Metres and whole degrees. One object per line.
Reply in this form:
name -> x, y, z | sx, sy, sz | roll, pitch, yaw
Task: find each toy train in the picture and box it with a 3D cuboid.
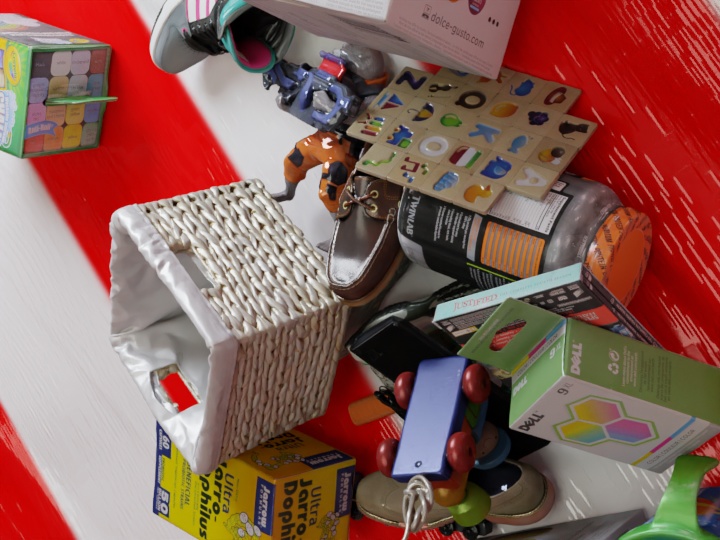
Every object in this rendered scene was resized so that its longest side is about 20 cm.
toy train -> 0.073, 0.183, 1.198 | 0.084, 0.201, 0.116 | -9, 136, 30
toy train -> 0.042, 0.231, 1.392 | 0.199, 0.034, 0.046 | 3, 97, 34

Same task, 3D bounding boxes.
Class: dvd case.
dvd case -> 0.177, 0.071, 1.190 | 0.146, 0.200, 0.022 | -18, 45, 36

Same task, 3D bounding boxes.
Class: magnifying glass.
magnifying glass -> 0.069, 0.113, 1.361 | 0.200, 0.022, 0.080 | -24, 84, 34

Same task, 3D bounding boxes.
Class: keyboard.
keyboard -> 0.076, 0.117, 1.291 | 0.200, 0.021, 0.127 | 37, 138, -16

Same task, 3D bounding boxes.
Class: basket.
basket -> -0.130, 0.046, 1.345 | 0.198, 0.160, 0.200 | 50, 147, 31

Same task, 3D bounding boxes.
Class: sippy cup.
sippy cup -> 0.282, 0.249, 1.164 | 0.140, 0.130, 0.178 | 38, 122, 14

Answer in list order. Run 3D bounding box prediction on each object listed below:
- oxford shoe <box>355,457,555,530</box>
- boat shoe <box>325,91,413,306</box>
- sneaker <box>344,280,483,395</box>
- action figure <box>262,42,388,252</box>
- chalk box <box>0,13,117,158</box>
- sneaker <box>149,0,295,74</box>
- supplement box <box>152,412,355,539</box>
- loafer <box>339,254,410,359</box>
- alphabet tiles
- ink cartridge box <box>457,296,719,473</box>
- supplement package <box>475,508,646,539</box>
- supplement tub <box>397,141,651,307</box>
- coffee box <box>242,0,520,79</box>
oxford shoe -> 0.079, 0.199, 1.316 | 0.199, 0.074, 0.071 | -8, 55, 25
boat shoe -> 0.013, -0.068, 1.267 | 0.070, 0.070, 0.201 | 7, 65, 29
sneaker -> 0.088, 0.065, 1.301 | 0.199, 0.077, 0.089 | -18, 113, 30
action figure -> -0.032, -0.141, 1.358 | 0.200, 0.104, 0.194 | 49, 121, 53
chalk box -> -0.358, -0.199, 1.532 | 0.199, 0.124, 0.124 | 23, 111, 31
sneaker -> -0.132, -0.233, 1.380 | 0.200, 0.083, 0.121 | -41, 48, 32
supplement box -> -0.112, 0.220, 1.426 | 0.200, 0.109, 0.109 | 17, 109, 44
loafer -> 0.000, 0.000, 1.355 | 0.070, 0.070, 0.200 | 39, 119, 13
alphabet tiles -> 0.095, -0.123, 1.221 | 0.199, 0.167, 0.006 | 21, 145, 29
ink cartridge box -> 0.188, 0.099, 1.154 | 0.199, 0.060, 0.104 | 19, 145, -12
supplement package -> 0.165, 0.300, 1.270 | 0.199, 0.114, 0.110 | -19, 90, 36
supplement tub -> 0.143, -0.034, 1.217 | 0.199, 0.122, 0.123 | 22, 111, 29
coffee box -> 0.019, -0.297, 1.181 | 0.199, 0.199, 0.199 | 19, 94, 31
